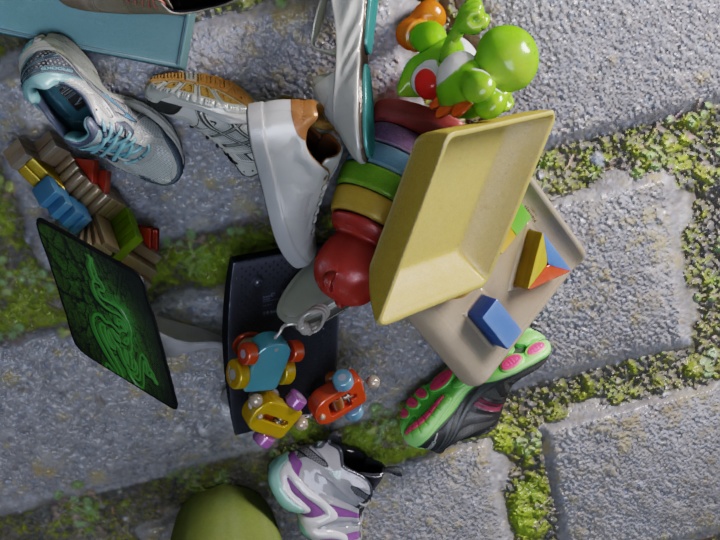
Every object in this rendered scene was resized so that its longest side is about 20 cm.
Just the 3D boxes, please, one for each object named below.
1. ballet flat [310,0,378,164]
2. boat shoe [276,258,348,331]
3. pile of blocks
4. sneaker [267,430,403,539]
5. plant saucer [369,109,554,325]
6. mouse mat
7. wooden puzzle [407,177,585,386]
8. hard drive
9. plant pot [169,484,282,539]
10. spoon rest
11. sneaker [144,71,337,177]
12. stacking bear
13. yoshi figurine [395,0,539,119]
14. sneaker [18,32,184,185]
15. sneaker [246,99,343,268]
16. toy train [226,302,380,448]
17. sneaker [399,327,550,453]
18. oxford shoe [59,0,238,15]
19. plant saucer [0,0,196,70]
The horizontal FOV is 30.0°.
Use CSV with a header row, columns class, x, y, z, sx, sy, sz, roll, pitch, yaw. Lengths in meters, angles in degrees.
class,x,y,z,sx,sy,sz,roll,pitch,yaw
ballet flat,-0.016,-0.202,1.302,0.068,0.069,0.203,2,83,-8
boat shoe,0.002,0.002,1.409,0.201,0.072,0.061,-39,138,-12
pile of blocks,-0.268,-0.067,1.361,0.062,0.082,0.200,-40,114,14
sneaker,-0.004,0.273,1.568,0.139,0.078,0.201,-29,117,9
plant saucer,0.086,-0.062,1.265,0.048,0.199,0.202,33,119,25
mouse mat,-0.259,0.046,1.376,0.008,0.160,0.202,-43,144,-31
wooden puzzle,0.139,0.000,1.420,0.200,0.046,0.186,-48,121,-10
hard drive,-0.089,0.069,1.448,0.133,0.042,0.203,-11,116,-28
plant pot,-0.153,0.346,1.524,0.197,0.191,0.202,-3,118,-6
spoon rest,-0.193,0.079,1.450,0.200,0.099,0.061,40,85,-37
sneaker,-0.124,-0.137,1.348,0.197,0.076,0.088,14,118,-11
stacking bear,0.021,-0.057,1.337,0.113,0.122,0.202,24,77,12
yoshi figurine,0.109,-0.199,1.274,0.111,0.200,0.113,11,108,-21
sneaker,-0.257,-0.138,1.317,0.077,0.087,0.199,-39,120,22
sneaker,-0.053,-0.082,1.320,0.083,0.073,0.201,-9,136,3
toy train,-0.067,0.105,1.406,0.149,0.056,0.201,-32,140,-9
sneaker,0.135,0.135,1.528,0.199,0.077,0.084,-37,133,15
oxford shoe,-0.195,-0.270,1.247,0.197,0.075,0.071,-6,118,7
plant saucer,-0.262,-0.244,1.309,0.197,0.019,0.071,9,115,-12
